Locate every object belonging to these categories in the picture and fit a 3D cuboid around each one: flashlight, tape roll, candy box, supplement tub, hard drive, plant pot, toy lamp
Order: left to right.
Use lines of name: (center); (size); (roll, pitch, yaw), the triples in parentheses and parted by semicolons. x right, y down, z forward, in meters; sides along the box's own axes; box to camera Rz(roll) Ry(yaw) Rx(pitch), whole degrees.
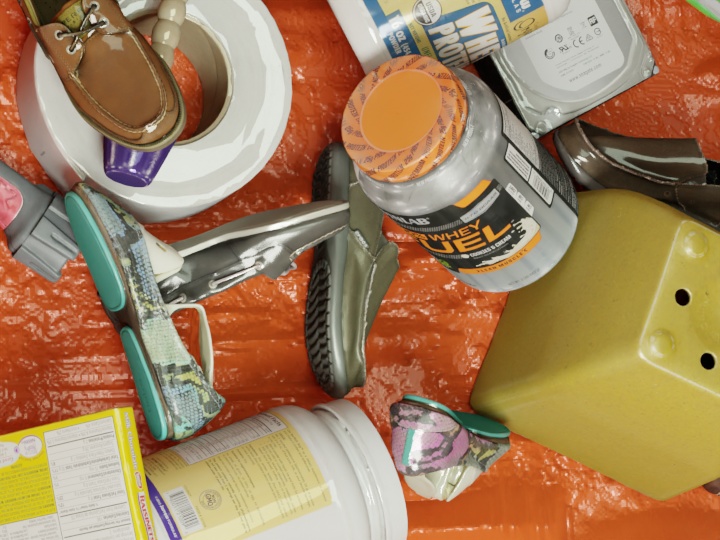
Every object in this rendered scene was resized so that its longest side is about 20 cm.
flashlight: (-0.292, -0.066, 1.586); (0.200, 0.068, 0.068); (38, 97, -12)
candy box: (-0.235, 0.163, 1.515); (0.026, 0.199, 0.103); (-5, 82, -63)
tape roll: (-0.156, -0.138, 1.645); (0.202, 0.071, 0.203); (3, 80, -21)
toy lamp: (-0.144, -0.158, 1.587); (0.058, 0.058, 0.201); (20, 73, -17)
supplement tub: (-0.082, 0.183, 1.581); (0.199, 0.145, 0.146); (-19, 88, -23)
supplement tub: (0.073, -0.234, 1.676); (0.200, 0.145, 0.145); (-27, 92, 3)
supplement tub: (0.074, -0.074, 1.648); (0.200, 0.122, 0.123); (40, 65, -51)
hard drive: (0.144, -0.220, 1.791); (0.139, 0.038, 0.200); (-28, 91, -23)
plant pot: (0.235, 0.048, 1.695); (0.194, 0.200, 0.196); (26, 72, -15)

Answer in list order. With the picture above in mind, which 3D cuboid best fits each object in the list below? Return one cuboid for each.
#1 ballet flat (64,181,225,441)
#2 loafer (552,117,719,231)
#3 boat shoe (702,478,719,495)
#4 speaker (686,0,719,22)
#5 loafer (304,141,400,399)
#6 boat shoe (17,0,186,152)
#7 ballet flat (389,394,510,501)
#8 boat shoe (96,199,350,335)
ballet flat: (-0.151, 0.023, 1.579); (0.074, 0.074, 0.201); (-22, 99, -22)
loafer: (0.247, -0.087, 1.780); (0.200, 0.071, 0.073); (18, 31, -25)
boat shoe: (0.350, 0.114, 1.796); (0.070, 0.070, 0.200); (43, 69, -5)
speaker: (0.285, -0.275, 1.829); (0.200, 0.088, 0.089); (34, 71, -13)
loafer: (0.000, 0.000, 1.679); (0.069, 0.075, 0.201); (5, 79, -16)
boat shoe: (-0.197, -0.166, 1.536); (0.072, 0.068, 0.200); (-39, 66, -3)
ballet flat: (0.061, 0.137, 1.639); (0.069, 0.200, 0.071); (17, 88, 19)
boat shoe: (-0.099, -0.003, 1.635); (0.199, 0.067, 0.057); (-16, 101, -3)
